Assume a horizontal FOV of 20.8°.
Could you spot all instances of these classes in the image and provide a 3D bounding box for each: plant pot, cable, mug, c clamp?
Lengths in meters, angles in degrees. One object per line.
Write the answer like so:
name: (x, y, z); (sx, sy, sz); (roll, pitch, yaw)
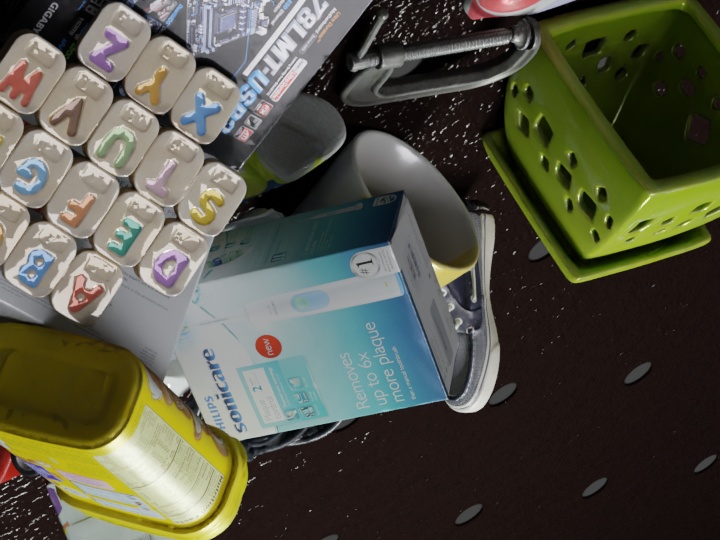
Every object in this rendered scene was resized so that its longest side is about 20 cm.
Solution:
plant pot: (0.237, -0.110, 1.756); (0.199, 0.200, 0.182); (-16, 154, -32)
cable: (-0.073, 0.109, 1.806); (0.200, 0.051, 0.163); (3, 129, -46)
mug: (-0.005, -0.008, 1.680); (0.153, 0.149, 0.187); (-40, -162, 27)
c clamp: (0.068, -0.171, 1.588); (0.200, 0.027, 0.171); (-11, 164, -29)

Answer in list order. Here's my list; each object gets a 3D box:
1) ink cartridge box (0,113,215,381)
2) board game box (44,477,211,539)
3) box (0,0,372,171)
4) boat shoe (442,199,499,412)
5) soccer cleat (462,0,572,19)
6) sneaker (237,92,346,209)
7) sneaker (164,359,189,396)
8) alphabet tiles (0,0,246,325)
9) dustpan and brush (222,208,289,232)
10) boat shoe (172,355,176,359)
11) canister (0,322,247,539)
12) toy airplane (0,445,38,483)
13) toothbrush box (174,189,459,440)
ink cartridge box: (-0.207, -0.037, 1.393); (0.200, 0.084, 0.176); (32, 69, -38)
board game box: (-0.199, 0.173, 1.618); (0.105, 0.103, 0.200); (-22, -166, -8)
box: (-0.107, -0.191, 1.316); (0.198, 0.050, 0.200); (27, 116, -28)
boat shoe: (0.074, 0.031, 1.821); (0.075, 0.200, 0.093); (-8, 170, 43)
soccer cleat: (0.171, -0.250, 1.613); (0.200, 0.068, 0.073); (-18, 167, -31)
sneaker: (-0.110, -0.079, 1.568); (0.200, 0.076, 0.105); (-20, 167, -27)
sneaker: (-0.152, 0.063, 1.721); (0.088, 0.075, 0.200); (-27, 168, -38)
alphabet tiles: (-0.172, -0.069, 1.306); (0.200, 0.015, 0.196); (35, 89, -31)
dustpan and brush: (-0.089, 0.008, 1.633); (0.057, 0.200, 0.140); (-47, 114, -16)
boat shoe: (-0.218, 0.065, 1.656); (0.200, 0.065, 0.074); (-24, 176, 22)
canister: (-0.181, 0.116, 1.397); (0.200, 0.148, 0.087); (55, 50, -60)
toy airplane: (-0.272, 0.044, 1.509); (0.199, 0.141, 0.200); (-62, 153, -20)
toothbrush box: (-0.041, 0.038, 1.524); (0.200, 0.085, 0.147); (-11, 117, 18)
